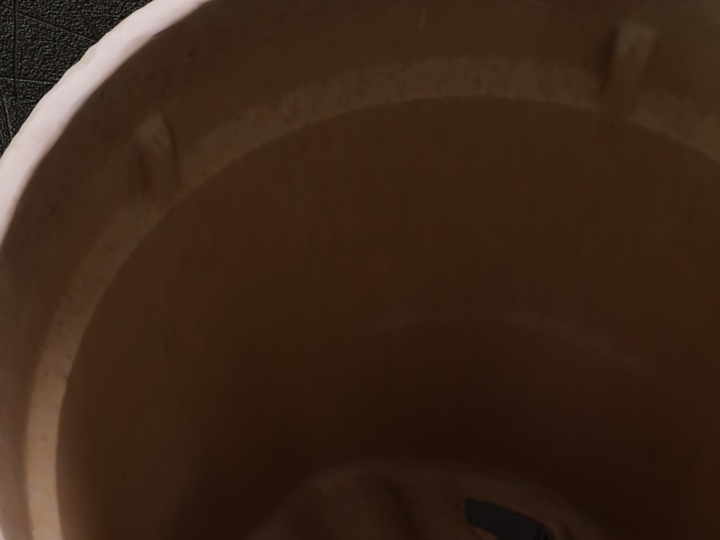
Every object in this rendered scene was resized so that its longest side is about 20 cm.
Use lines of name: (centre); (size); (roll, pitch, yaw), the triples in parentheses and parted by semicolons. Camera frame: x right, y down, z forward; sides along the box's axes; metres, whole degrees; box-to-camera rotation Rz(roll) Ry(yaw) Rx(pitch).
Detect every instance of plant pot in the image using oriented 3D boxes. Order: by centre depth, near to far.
plant pot: (0.022, 0.059, 0.470); (0.184, 0.200, 0.201); (96, -167, -60)

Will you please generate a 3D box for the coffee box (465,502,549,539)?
coffee box: (0.078, 0.004, 0.659); (0.114, 0.080, 0.200); (-164, 96, -85)
